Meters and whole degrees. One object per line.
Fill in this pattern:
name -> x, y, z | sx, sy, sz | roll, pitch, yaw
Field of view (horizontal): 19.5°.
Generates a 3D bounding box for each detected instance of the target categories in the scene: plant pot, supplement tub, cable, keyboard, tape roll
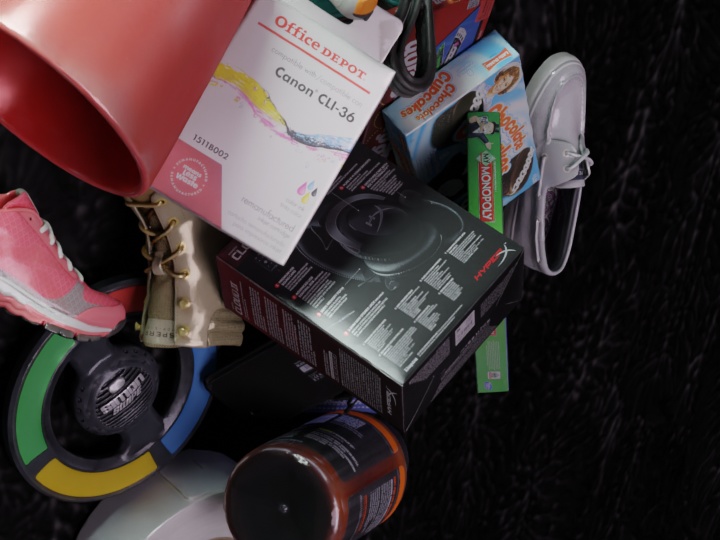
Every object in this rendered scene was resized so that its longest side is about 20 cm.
plant pot -> -0.171, -0.179, 1.418 | 0.178, 0.200, 0.201 | -54, 139, -17
supplement tub -> -0.027, 0.176, 1.737 | 0.200, 0.106, 0.108 | -18, 131, -66
cable -> 0.034, -0.221, 1.592 | 0.097, 0.050, 0.201 | 9, 73, -47
keyboard -> -0.024, 0.068, 1.686 | 0.199, 0.040, 0.104 | -27, 126, 30
tape roll -> -0.151, 0.254, 1.780 | 0.202, 0.071, 0.204 | -22, 128, -30

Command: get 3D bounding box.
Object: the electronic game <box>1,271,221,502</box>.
electronic game -> -0.194, 0.094, 1.662 | 0.199, 0.042, 0.201 | -22, 128, -31

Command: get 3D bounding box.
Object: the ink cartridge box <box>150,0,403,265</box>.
ink cartridge box -> -0.057, -0.120, 1.491 | 0.116, 0.067, 0.201 | 30, 88, -12

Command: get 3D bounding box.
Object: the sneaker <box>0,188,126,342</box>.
sneaker -> -0.242, -0.011, 1.519 | 0.199, 0.074, 0.087 | 24, 90, -37

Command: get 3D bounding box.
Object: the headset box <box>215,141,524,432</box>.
headset box -> 0.000, 0.000, 1.566 | 0.149, 0.199, 0.077 | -47, 156, -24

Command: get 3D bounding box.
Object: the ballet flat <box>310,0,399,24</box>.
ballet flat -> 0.000, -0.201, 1.641 | 0.199, 0.073, 0.073 | -19, 127, -38

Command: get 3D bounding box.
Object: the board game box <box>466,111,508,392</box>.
board game box -> 0.103, -0.012, 1.708 | 0.029, 0.135, 0.201 | -2, 143, 3

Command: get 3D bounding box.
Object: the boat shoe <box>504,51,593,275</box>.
boat shoe -> 0.173, -0.090, 1.857 | 0.072, 0.068, 0.201 | -5, 118, -40

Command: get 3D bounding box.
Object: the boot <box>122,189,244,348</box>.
boot -> -0.150, -0.020, 1.584 | 0.199, 0.072, 0.157 | 11, 90, -51

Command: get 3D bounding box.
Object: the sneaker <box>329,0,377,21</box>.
sneaker -> -0.050, -0.249, 1.481 | 0.091, 0.201, 0.076 | -6, 140, -28

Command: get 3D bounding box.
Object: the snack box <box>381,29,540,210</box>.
snack box -> 0.087, -0.104, 1.746 | 0.116, 0.037, 0.200 | -36, 152, -9

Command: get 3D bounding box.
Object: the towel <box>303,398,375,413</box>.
towel -> 0.000, 0.073, 1.737 | 0.144, 0.024, 0.200 | 1, 149, -14

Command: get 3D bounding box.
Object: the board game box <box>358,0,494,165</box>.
board game box -> 0.044, -0.148, 1.688 | 0.103, 0.019, 0.201 | -23, 151, -29
